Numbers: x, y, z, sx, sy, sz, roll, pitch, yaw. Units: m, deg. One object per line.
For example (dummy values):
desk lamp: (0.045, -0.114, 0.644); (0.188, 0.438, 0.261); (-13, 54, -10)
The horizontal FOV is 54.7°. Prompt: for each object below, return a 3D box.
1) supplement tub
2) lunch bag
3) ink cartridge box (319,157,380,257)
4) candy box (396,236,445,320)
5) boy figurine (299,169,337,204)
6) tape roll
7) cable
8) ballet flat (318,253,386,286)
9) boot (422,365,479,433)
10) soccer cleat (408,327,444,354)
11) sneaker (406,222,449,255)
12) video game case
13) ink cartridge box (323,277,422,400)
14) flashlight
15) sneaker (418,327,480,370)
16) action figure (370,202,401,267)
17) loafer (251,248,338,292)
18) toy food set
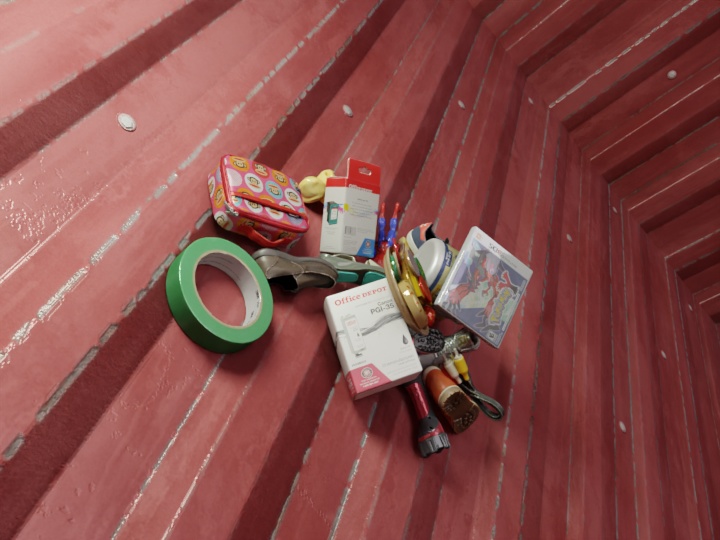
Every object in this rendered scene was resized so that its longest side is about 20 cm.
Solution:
supplement tub: (0.213, 0.034, 1.597); (0.197, 0.145, 0.146); (29, 43, -17)
lunch bag: (-0.198, -0.123, 1.363); (0.197, 0.082, 0.179); (15, 46, -39)
ink cartridge box: (-0.020, -0.136, 1.537); (0.115, 0.066, 0.206); (6, 90, -48)
candy box: (0.154, 0.022, 1.718); (0.198, 0.056, 0.119); (34, 42, -28)
boy figurine: (-0.063, -0.173, 1.595); (0.198, 0.064, 0.127); (-1, 65, -50)
tape roll: (-0.244, 0.042, 1.224); (0.198, 0.048, 0.204); (30, 44, -34)
cable: (0.234, 0.266, 1.553); (0.202, 0.096, 0.050); (55, 38, -2)
ballet flat: (0.000, 0.000, 1.487); (0.195, 0.068, 0.065); (11, 51, -14)
boot: (0.199, 0.284, 1.544); (0.107, 0.075, 0.201); (45, -9, 42)
soccer cleat: (0.084, 0.150, 1.495); (0.195, 0.073, 0.070); (7, 73, -25)
sneaker: (0.196, -0.025, 1.684); (0.202, 0.084, 0.075); (54, 35, -5)
video game case: (0.274, 0.038, 1.532); (0.180, 0.023, 0.203); (34, 73, -16)
ink cartridge box: (0.021, 0.135, 1.388); (0.143, 0.083, 0.204); (-16, 73, -11)
flashlight: (0.124, 0.288, 1.475); (0.066, 0.068, 0.204); (-16, 71, -16)
sneaker: (0.198, 0.171, 1.608); (0.198, 0.115, 0.075); (-8, 70, -51)
action figure: (0.060, -0.064, 1.658); (0.052, 0.064, 0.204); (76, 22, -59)
loafer: (-0.129, 0.015, 1.374); (0.196, 0.073, 0.073); (11, 59, -34)
toy food set: (0.102, 0.035, 1.420); (0.200, 0.048, 0.202); (34, 35, -63)
